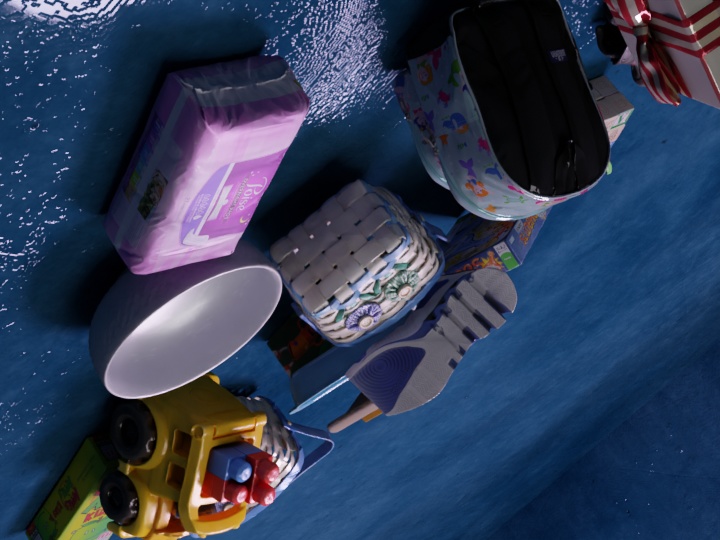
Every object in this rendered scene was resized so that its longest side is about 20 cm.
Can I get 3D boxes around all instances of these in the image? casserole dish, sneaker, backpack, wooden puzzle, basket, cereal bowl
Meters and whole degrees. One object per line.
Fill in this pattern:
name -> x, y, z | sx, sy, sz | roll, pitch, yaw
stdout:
casserole dish -> -0.006, 0.097, 1.525 | 0.200, 0.039, 0.121 | -32, 174, -2
sneaker -> 0.301, -0.261, 1.468 | 0.084, 0.077, 0.200 | -21, 156, 8
backpack -> 0.139, -0.148, 1.268 | 0.178, 0.200, 0.151 | -19, 172, -38
wooden puzzle -> 0.059, 0.134, 1.773 | 0.200, 0.037, 0.185 | -46, -174, -37
sneaker -> 0.078, 0.068, 1.432 | 0.199, 0.081, 0.115 | -41, -171, 2
basket -> -0.148, 0.249, 1.700 | 0.176, 0.139, 0.200 | -44, 147, 14
cereal bowl -> -0.181, 0.033, 1.303 | 0.200, 0.083, 0.200 | -30, 157, -14
basket -> 0.000, 0.000, 1.409 | 0.176, 0.139, 0.200 | -40, 163, 7

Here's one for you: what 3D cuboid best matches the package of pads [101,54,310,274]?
package of pads -> -0.133, -0.091, 1.140 | 0.120, 0.076, 0.200 | -15, 149, -40

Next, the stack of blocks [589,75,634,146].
stack of blocks -> 0.221, -0.162, 1.538 | 0.200, 0.059, 0.115 | -22, 154, -32

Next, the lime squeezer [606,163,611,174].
lime squeezer -> 0.262, -0.120, 1.553 | 0.200, 0.038, 0.071 | -13, 148, -46

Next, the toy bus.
toy bus -> -0.178, 0.231, 1.491 | 0.136, 0.192, 0.200 | -7, 116, -51

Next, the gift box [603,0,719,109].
gift box -> 0.331, -0.268, 1.286 | 0.187, 0.185, 0.200 | -34, -160, -5

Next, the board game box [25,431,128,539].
board game box -> -0.318, 0.268, 1.611 | 0.102, 0.048, 0.200 | -10, 146, -47

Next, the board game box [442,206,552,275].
board game box -> 0.148, -0.036, 1.550 | 0.135, 0.034, 0.200 | -28, -167, 30

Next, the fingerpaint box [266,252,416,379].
fingerpaint box -> 0.011, 0.056, 1.641 | 0.200, 0.073, 0.167 | -4, 141, -54
